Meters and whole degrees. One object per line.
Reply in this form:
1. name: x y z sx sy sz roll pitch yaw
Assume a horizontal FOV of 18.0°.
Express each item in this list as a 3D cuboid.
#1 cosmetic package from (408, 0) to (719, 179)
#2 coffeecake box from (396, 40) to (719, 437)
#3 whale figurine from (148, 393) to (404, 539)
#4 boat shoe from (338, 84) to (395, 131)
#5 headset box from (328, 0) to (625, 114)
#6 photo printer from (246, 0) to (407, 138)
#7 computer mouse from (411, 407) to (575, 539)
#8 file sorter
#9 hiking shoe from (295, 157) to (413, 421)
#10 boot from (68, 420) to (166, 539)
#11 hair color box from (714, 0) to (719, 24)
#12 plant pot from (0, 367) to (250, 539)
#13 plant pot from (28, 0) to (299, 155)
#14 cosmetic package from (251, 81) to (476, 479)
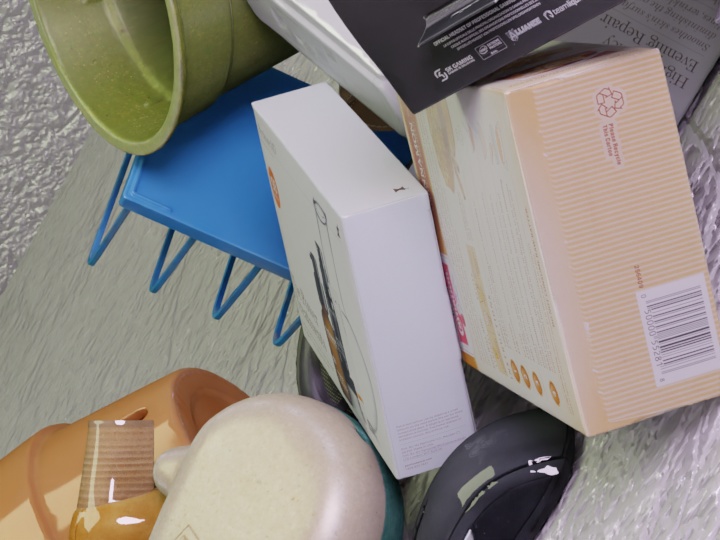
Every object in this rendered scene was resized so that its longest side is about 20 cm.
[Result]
1. cosmetic package: 0.112 -0.096 1.180 0.200 0.102 0.074 -62 13 15
2. coffeecake box: 0.088 -0.023 1.045 0.200 0.073 0.154 -151 46 -75
3. whale figurine: -0.060 0.161 1.235 0.200 0.104 0.159 -47 56 11
4. boat shoe: 0.062 -0.103 1.325 0.200 0.071 0.065 -10 61 43
5. headset box: 0.087 -0.158 0.984 0.149 0.075 0.200 -26 15 46
6. photo printer: 0.051 -0.182 1.271 0.200 0.069 0.166 -38 49 -10
7. computer mouse: 0.039 0.159 1.120 0.200 0.046 0.141 -56 16 30
8. file sorter: -0.064 -0.037 1.505 0.123 0.200 0.139 -48 22 55
9. hiking shoe: 0.023 0.011 1.361 0.200 0.076 0.101 -63 11 1
10. boot: -0.068 0.158 1.311 0.071 0.201 0.144 166 104 -78
11. hair color box: 0.227 -0.198 1.030 0.099 0.061 0.200 -43 25 55
12. plant pot: -0.117 0.157 1.426 0.140 0.200 0.200 -40 22 18
13. plant pot: -0.084 -0.194 1.403 0.200 0.190 0.200 38 139 43
14. cosmetic package: 0.000 0.000 1.215 0.200 0.052 0.151 -128 25 -65
